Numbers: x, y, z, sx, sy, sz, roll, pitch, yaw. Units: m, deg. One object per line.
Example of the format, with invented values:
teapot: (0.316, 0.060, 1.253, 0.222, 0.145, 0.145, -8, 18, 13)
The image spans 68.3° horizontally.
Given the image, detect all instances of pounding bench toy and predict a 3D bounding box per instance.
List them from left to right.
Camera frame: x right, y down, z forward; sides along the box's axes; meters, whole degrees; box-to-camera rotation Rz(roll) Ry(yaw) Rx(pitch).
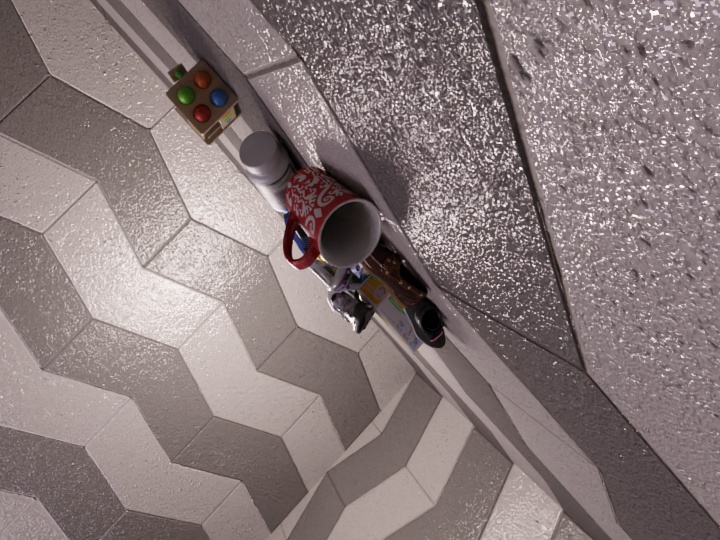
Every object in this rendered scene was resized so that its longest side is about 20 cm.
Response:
pounding bench toy: (-0.408, -0.439, 1.305, 0.200, 0.124, 0.156, 47, 174, -7)

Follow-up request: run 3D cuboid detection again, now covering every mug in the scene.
mug: (-0.080, -0.107, 1.011, 0.200, 0.173, 0.137, 46, 147, 47)

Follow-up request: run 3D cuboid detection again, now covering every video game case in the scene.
video game case: (-0.041, 0.010, 1.595, 0.195, 0.024, 0.181, 0, -155, -34)

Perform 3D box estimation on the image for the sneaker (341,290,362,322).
sneaker: (-0.004, 0.113, 1.558, 0.073, 0.119, 0.201, 6, -159, -18)

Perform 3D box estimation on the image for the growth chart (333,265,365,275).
growth chart: (0.000, 0.000, 1.470, 0.140, 0.018, 0.200, 5, 175, -7)

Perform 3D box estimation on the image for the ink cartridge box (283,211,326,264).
ink cartridge box: (-0.104, -0.103, 1.497, 0.160, 0.051, 0.200, -5, 136, 50)

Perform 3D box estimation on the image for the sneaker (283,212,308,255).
sneaker: (-0.136, -0.099, 1.414, 0.201, 0.076, 0.072, 57, -158, -63)

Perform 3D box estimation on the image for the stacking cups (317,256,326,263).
stacking cups: (-0.050, -0.051, 1.369, 0.061, 0.061, 0.198, 47, 160, -20)

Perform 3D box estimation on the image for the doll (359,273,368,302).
doll: (0.052, 0.067, 1.458, 0.137, 0.048, 0.199, 51, -164, 18)

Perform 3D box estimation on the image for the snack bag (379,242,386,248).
snack bag: (0.000, -0.090, 1.220, 0.188, 0.021, 0.201, 40, 172, 45)

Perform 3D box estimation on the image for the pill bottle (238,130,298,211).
pill bottle: (-0.211, -0.238, 1.286, 0.114, 0.114, 0.201, 42, 173, 25)

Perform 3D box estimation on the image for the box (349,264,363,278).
box: (-0.055, -0.081, 1.214, 0.199, 0.048, 0.122, 42, 163, 6)

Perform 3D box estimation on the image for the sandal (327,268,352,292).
sandal: (-0.044, 0.024, 1.334, 0.049, 0.084, 0.203, 29, 176, -4)

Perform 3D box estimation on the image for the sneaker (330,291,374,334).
sneaker: (-0.029, 0.097, 1.321, 0.114, 0.076, 0.200, 33, 174, 7)

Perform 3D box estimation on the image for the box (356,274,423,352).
box: (0.097, 0.095, 1.354, 0.201, 0.101, 0.112, 50, 173, -35)

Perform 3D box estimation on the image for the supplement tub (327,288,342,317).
supplement tub: (-0.017, 0.079, 1.745, 0.145, 0.145, 0.200, 44, -171, 13)

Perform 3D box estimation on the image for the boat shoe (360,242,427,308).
boat shoe: (0.064, -0.008, 1.118, 0.200, 0.070, 0.071, 45, -141, -21)

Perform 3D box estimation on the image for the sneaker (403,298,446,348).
sneaker: (0.170, 0.141, 1.281, 0.202, 0.070, 0.099, 55, 175, -33)
